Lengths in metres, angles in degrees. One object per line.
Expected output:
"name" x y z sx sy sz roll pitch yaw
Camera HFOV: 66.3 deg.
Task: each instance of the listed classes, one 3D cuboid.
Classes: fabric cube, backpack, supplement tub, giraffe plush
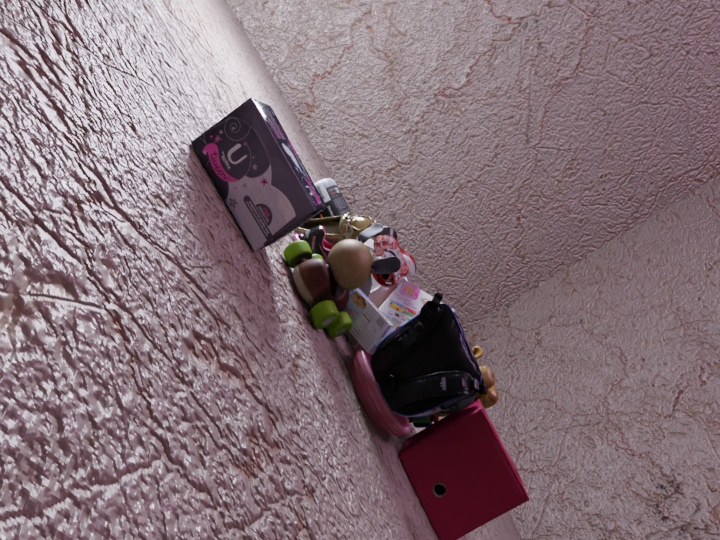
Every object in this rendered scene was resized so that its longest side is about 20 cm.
"fabric cube" 0.218 0.418 1.175 0.201 0.195 0.200 62 7 11
"backpack" 0.120 0.178 1.036 0.154 0.185 0.205 54 13 -64
"supplement tub" -0.083 -0.147 1.577 0.204 0.120 0.122 60 6 5
"giraffe plush" 0.247 0.254 1.356 0.204 0.166 0.166 89 4 -45

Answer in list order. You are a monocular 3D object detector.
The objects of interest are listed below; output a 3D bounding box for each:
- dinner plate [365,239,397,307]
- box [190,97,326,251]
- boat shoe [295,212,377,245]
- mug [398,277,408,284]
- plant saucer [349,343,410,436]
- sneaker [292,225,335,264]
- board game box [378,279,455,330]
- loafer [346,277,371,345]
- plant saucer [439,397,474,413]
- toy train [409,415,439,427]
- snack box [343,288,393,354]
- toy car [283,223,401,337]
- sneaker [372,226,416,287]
"dinner plate" 0.000 0.000 1.332 0.204 0.195 0.024 62 -24 19
"box" -0.165 -0.156 0.916 0.204 0.130 0.115 60 10 -3
"boat shoe" -0.058 -0.095 1.241 0.064 0.194 0.075 62 34 -43
"mug" 0.022 0.022 1.434 0.204 0.172 0.148 61 7 17
"plant saucer" 0.034 0.245 1.118 0.204 0.050 0.201 60 7 -12
"sneaker" -0.069 -0.011 1.223 0.203 0.093 0.080 59 4 -27
"board game box" 0.116 0.117 1.256 0.150 0.041 0.200 31 38 13
"loafer" -0.016 0.063 1.233 0.063 0.069 0.208 -141 -132 -64
"plant saucer" 0.146 0.253 1.179 0.202 0.195 0.037 56 50 -36
"toy train" 0.154 0.285 1.415 0.117 0.082 0.206 59 31 -54
"snack box" -0.015 0.076 1.127 0.024 0.073 0.200 27 15 -51
"toy car" -0.023 -0.001 1.064 0.168 0.196 0.158 62 7 24
"sneaker" 0.074 -0.002 1.271 0.202 0.065 0.111 53 42 -55
